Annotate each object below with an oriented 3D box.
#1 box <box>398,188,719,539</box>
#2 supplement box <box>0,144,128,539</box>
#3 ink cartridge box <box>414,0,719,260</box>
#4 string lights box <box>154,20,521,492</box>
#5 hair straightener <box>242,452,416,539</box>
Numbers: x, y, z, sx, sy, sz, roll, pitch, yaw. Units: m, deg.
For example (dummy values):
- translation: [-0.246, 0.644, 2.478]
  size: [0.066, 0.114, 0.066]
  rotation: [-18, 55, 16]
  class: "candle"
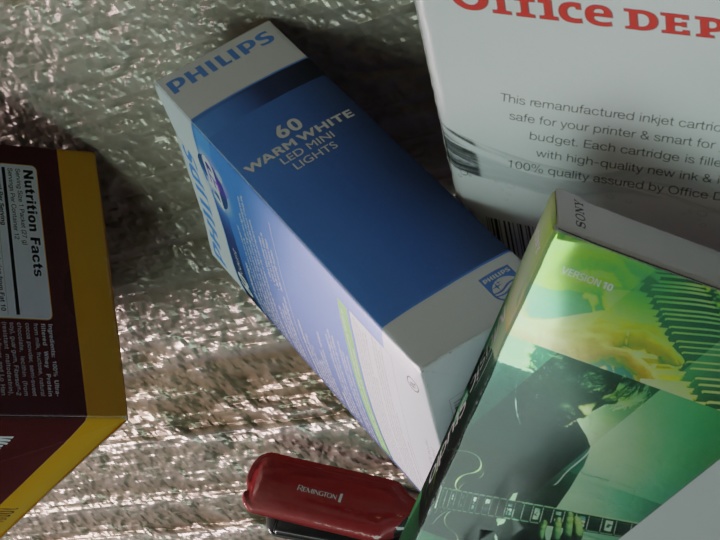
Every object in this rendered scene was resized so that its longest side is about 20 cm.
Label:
- translation: [0.093, 0.087, 0.649]
  size: [0.144, 0.036, 0.201]
  rotation: [19, 113, -5]
  class: "box"
- translation: [-0.240, 0.040, 0.889]
  size: [0.199, 0.133, 0.197]
  rotation: [3, 154, -30]
  class: "supplement box"
- translation: [0.109, -0.055, 0.670]
  size: [0.146, 0.086, 0.200]
  rotation: [10, 140, 23]
  class: "ink cartridge box"
- translation: [0.000, 0.000, 0.740]
  size: [0.200, 0.059, 0.103]
  rotation: [47, 161, 41]
  class: "string lights box"
- translation: [0.042, 0.135, 0.994]
  size: [0.199, 0.041, 0.077]
  rotation: [4, 153, 20]
  class: "hair straightener"
